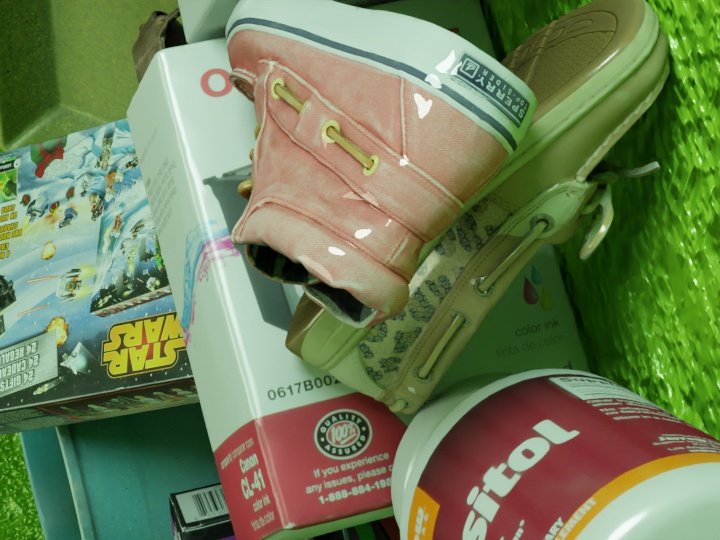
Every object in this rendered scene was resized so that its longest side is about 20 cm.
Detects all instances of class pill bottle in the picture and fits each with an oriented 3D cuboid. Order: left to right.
[{"bbox_3d":[0.080,0.099,0.770,0.200,0.113,0.113,-150,49,-70],"label":"pill bottle"}]

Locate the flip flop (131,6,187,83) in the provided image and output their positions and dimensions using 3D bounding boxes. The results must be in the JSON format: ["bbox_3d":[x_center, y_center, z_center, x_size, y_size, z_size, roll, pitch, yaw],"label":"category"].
[{"bbox_3d":[-0.090,-0.101,1.146,0.200,0.057,0.081,111,143,-65],"label":"flip flop"}]

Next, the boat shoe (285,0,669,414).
[{"bbox_3d":[0.051,-0.021,0.798,0.200,0.063,0.073,-44,15,40],"label":"boat shoe"}]

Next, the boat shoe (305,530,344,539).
[{"bbox_3d":[-0.001,0.097,1.058,0.068,0.072,0.201,115,146,-78],"label":"boat shoe"}]

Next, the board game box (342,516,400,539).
[{"bbox_3d":[0.026,0.075,1.004,0.158,0.039,0.201,12,-120,-69],"label":"board game box"}]

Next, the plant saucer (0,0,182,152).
[{"bbox_3d":[-0.131,-0.124,1.328,0.199,0.048,0.200,21,138,18],"label":"plant saucer"}]

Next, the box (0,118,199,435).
[{"bbox_3d":[-0.111,-0.002,1.057,0.199,0.040,0.138,-11,68,37],"label":"box"}]

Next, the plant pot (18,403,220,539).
[{"bbox_3d":[-0.082,0.086,1.212,0.200,0.187,0.201,166,90,-75],"label":"plant pot"}]

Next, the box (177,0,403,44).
[{"bbox_3d":[-0.003,-0.164,0.826,0.200,0.124,0.098,146,110,-74],"label":"box"}]

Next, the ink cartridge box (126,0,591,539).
[{"bbox_3d":[0.000,0.000,0.914,0.086,0.147,0.201,141,114,-71],"label":"ink cartridge box"}]

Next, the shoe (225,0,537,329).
[{"bbox_3d":[-0.017,-0.041,0.773,0.071,0.091,0.200,36,174,-25],"label":"shoe"}]

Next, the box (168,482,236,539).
[{"bbox_3d":[-0.020,0.185,1.157,0.036,0.142,0.201,-121,23,-53],"label":"box"}]
